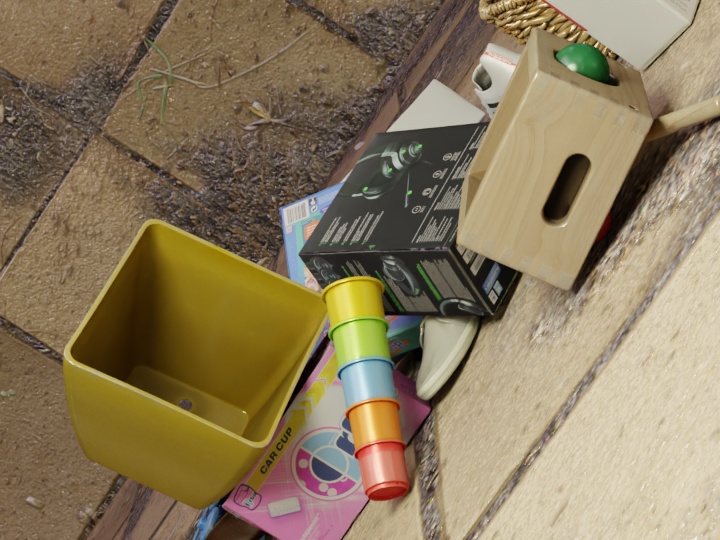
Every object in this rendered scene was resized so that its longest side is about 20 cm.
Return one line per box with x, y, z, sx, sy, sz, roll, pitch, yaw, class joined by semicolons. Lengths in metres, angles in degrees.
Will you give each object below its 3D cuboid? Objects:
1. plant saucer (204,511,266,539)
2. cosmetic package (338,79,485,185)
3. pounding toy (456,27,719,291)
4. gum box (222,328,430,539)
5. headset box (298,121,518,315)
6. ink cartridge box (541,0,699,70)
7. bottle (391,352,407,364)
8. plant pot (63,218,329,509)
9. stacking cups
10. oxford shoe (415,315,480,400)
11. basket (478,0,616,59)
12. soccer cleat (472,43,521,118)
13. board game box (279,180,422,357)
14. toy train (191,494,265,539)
-0.076;0.227;1.687;0.200;0.037;0.200;-42;-7;-7;plant saucer
0.053;-0.110;1.865;0.200;0.081;0.113;-51;-12;-32;cosmetic package
0.182;-0.100;1.313;0.184;0.142;0.201;-76;10;-68;pounding toy
-0.035;0.173;1.548;0.200;0.113;0.066;-56;8;11;gum box
0.061;-0.048;1.543;0.199;0.093;0.174;-2;45;40;headset box
0.256;-0.312;1.535;0.084;0.144;0.200;-45;15;50;ink cartridge box
-0.022;0.111;1.723;0.200;0.065;0.084;-46;-25;1;bottle
-0.167;0.108;1.551;0.177;0.199;0.200;113;-179;-46;plant pot
0.011;0.107;1.453;0.061;0.060;0.201;-47;48;52;stacking cups
0.082;0.042;1.550;0.075;0.058;0.200;-45;16;48;oxford shoe
0.227;-0.315;1.710;0.143;0.149;0.200;-52;9;33;basket
0.161;-0.192;1.770;0.069;0.085;0.200;-60;-7;-10;soccer cleat
0.000;0.000;1.684;0.152;0.045;0.201;-21;58;21;board game box
-0.158;0.323;1.845;0.200;0.086;0.114;-72;7;-52;toy train
